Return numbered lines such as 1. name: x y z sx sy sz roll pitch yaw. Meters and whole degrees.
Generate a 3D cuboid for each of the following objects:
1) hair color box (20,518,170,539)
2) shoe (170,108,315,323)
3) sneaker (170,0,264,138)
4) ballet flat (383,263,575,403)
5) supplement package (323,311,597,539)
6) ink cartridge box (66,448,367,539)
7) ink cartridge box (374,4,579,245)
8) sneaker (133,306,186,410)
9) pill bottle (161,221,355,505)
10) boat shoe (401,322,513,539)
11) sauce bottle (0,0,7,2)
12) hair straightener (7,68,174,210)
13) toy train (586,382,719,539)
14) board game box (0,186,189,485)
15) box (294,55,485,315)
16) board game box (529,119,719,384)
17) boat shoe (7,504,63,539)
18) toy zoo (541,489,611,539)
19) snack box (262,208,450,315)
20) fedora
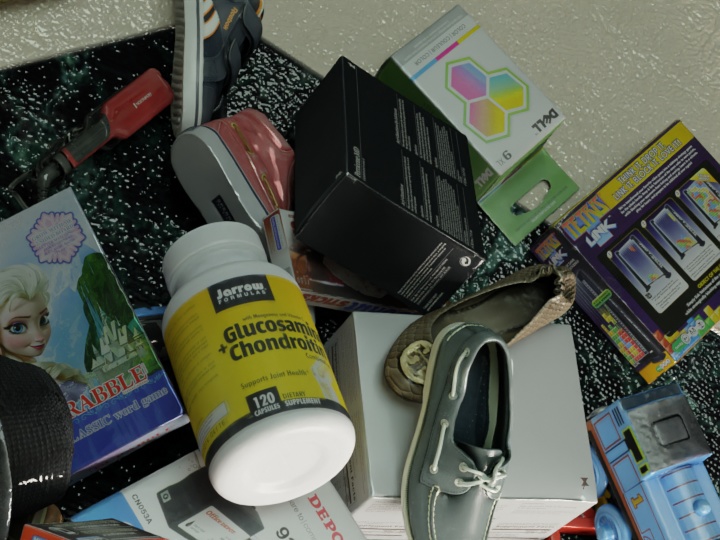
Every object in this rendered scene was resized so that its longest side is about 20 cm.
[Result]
1. hair color box: -0.200 0.275 1.249 0.063 0.111 0.202 14 91 25
2. shoe: -0.075 -0.040 1.535 0.091 0.071 0.201 -29 90 -47
3. sneaker: -0.122 -0.201 1.590 0.079 0.079 0.202 7 61 -14
4. ballet flat: 0.100 0.043 1.454 0.199 0.046 0.068 -26 75 -32
5. supplement package: 0.072 0.129 1.493 0.198 0.111 0.157 4 64 -22
6. ink cartridge box: -0.110 0.214 1.388 0.199 0.084 0.146 -26 77 -31
7. ink cartridge box: 0.115 -0.134 1.670 0.200 0.059 0.104 48 57 4
8. sneaker: -0.139 0.078 1.450 0.198 0.071 0.083 2 59 -26
9. pill bottle: -0.084 0.065 1.369 0.111 0.112 0.201 -5 53 -25
10. boat shoe: 0.078 0.139 1.378 0.072 0.062 0.202 8 86 -25
11. sauce bottle: -0.324 -0.252 1.536 0.199 0.066 0.066 -18 73 -31
12. hair straightener: -0.227 -0.096 1.499 0.041 0.077 0.200 51 39 -15
13. toy train: 0.247 0.196 1.508 0.086 0.114 0.201 -12 71 -28
14. board game box: -0.260 0.070 1.377 0.199 0.041 0.200 -28 77 -8
15. box: 0.020 -0.072 1.528 0.141 0.079 0.201 33 27 -21
16. board game box: 0.279 -0.020 1.689 0.200 0.057 0.166 -37 82 -32
17. boat shoe: -0.248 0.261 1.309 0.068 0.072 0.201 26 77 -27
18. toy zoo: 0.215 0.222 1.563 0.130 0.020 0.202 6 63 -21
19. snack box: 0.000 0.000 1.529 0.199 0.024 0.072 11 57 -48
20. fedora: -0.260 0.116 1.278 0.091 0.200 0.202 -5 67 -36
